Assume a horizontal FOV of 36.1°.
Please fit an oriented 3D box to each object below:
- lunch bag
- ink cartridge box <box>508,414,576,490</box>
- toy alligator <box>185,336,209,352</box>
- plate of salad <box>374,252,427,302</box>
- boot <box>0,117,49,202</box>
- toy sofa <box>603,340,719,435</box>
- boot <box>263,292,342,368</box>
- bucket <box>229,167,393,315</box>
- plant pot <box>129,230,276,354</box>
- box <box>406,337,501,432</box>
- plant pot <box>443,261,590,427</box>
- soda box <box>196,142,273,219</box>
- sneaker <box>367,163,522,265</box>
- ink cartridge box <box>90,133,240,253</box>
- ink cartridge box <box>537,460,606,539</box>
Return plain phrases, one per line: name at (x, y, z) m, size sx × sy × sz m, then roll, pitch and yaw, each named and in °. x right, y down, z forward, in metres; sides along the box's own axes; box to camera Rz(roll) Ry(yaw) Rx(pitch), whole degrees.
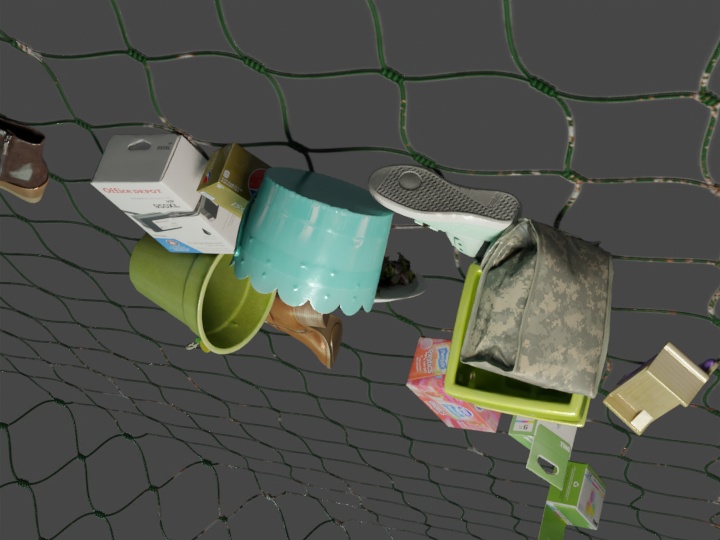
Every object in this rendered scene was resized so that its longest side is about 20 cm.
lunch bag at (0.233, 0.043, 1.405) m, size 0.163 × 0.202 × 0.117 m, roll 18°, pitch 174°, yaw -36°
ink cartridge box at (0.308, 0.251, 1.836) m, size 0.059 × 0.201 × 0.104 m, roll -6°, pitch 146°, yaw 45°
toy alligator at (-0.300, 0.130, 2.224) m, size 0.199 × 0.059 × 0.055 m, roll -6°, pitch 105°, yaw 47°
plate of salad at (0.000, 0.000, 1.609) m, size 0.198 × 0.048 × 0.200 m, roll 6°, pitch -163°, yaw -2°
boot at (-0.577, -0.192, 1.713) m, size 0.199 × 0.073 × 0.167 m, roll 21°, pitch 145°, yaw -2°
toy sofa at (0.466, 0.175, 1.723) m, size 0.083 × 0.098 × 0.200 m, roll 41°, pitch 159°, yaw 8°
boot at (-0.120, 0.102, 1.981) m, size 0.154 × 0.077 × 0.200 m, roll 9°, pitch 153°, yaw 18°
bucket at (-0.059, -0.043, 1.439) m, size 0.206 × 0.136 × 0.207 m, roll 17°, pitch -165°, yaw -5°
plant pot at (-0.265, 0.007, 1.776) m, size 0.189 × 0.201 × 0.200 m, roll 20°, pitch 161°, yaw 28°
box at (0.175, 0.206, 1.973) m, size 0.102 × 0.095 × 0.200 m, roll 3°, pitch 153°, yaw 31°
plant pot at (0.248, 0.116, 1.589) m, size 0.198 × 0.202 × 0.181 m, roll 9°, pitch 165°, yaw 21°
soda box at (-0.126, -0.096, 1.555) m, size 0.199 × 0.068 × 0.064 m, roll 33°, pitch 153°, yaw -29°
sneaker at (0.101, -0.066, 1.433) m, size 0.199 × 0.074 × 0.118 m, roll 15°, pitch 151°, yaw 2°
ink cartridge box at (-0.271, -0.109, 1.614) m, size 0.144 × 0.085 × 0.200 m, roll 2°, pitch 152°, yaw 33°
ink cartridge box at (0.449, 0.523, 2.344) m, size 0.075 × 0.201 × 0.148 m, roll 3°, pitch 153°, yaw 32°
